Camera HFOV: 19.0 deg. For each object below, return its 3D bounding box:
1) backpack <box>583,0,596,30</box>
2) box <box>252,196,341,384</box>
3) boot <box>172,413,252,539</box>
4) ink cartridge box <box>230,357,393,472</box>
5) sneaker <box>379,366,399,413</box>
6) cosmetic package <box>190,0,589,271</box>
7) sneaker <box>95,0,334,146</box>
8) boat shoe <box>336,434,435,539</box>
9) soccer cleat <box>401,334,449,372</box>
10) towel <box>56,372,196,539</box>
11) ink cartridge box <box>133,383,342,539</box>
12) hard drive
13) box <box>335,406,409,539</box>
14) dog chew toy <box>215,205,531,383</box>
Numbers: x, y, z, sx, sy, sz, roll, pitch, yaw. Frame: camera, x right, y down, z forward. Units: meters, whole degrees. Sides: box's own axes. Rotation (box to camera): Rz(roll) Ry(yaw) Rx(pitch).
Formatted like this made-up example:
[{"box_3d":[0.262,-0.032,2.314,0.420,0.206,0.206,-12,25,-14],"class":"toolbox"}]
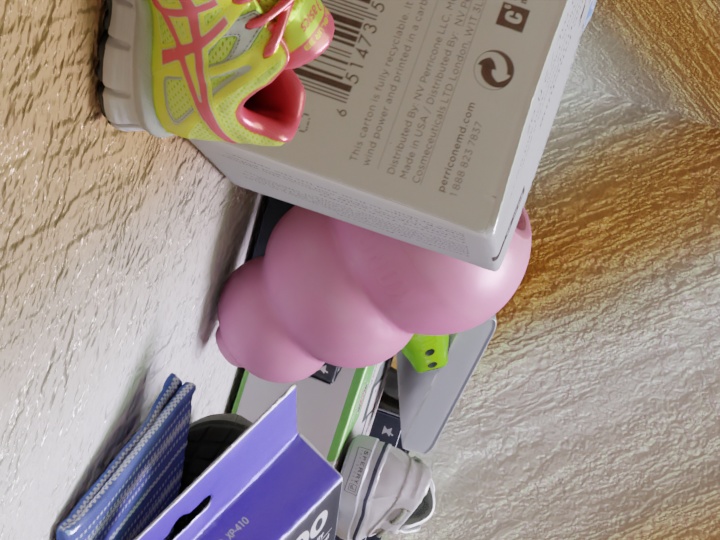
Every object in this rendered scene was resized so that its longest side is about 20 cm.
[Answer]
[{"box_3d":[0.114,-0.240,1.679,0.191,0.154,0.200,-63,180,22],"class":"backpack"},{"box_3d":[-0.012,-0.048,1.396,0.141,0.079,0.201,-62,169,-70],"class":"box"},{"box_3d":[-0.096,0.131,1.296,0.131,0.067,0.200,-71,-177,-53],"class":"boot"},{"box_3d":[-0.038,0.104,1.553,0.200,0.084,0.146,-33,142,-80],"class":"ink cartridge box"},{"box_3d":[0.035,0.173,2.430,0.087,0.080,0.200,-59,164,-18],"class":"sneaker"},{"box_3d":[0.020,-0.108,1.104,0.200,0.164,0.166,41,69,-83],"class":"cosmetic package"},{"box_3d":[-0.051,-0.117,0.822,0.200,0.090,0.078,94,17,-60],"class":"sneaker"},{"box_3d":[0.020,0.166,1.543,0.200,0.067,0.074,72,38,-81],"class":"boat shoe"},{"box_3d":[0.020,-0.005,1.570,0.200,0.067,0.081,-109,-176,-50],"class":"soccer cleat"},{"box_3d":[-0.138,0.169,1.163,0.145,0.024,0.201,-55,161,-51],"class":"towel"},{"box_3d":[-0.087,0.187,1.168,0.198,0.043,0.200,-44,155,-30],"class":"ink cartridge box"},{"box_3d":[0.061,0.026,1.628,0.200,0.027,0.132,-92,-157,-55],"class":"hard drive"},{"box_3d":[-0.035,0.200,1.765,0.182,0.104,0.201,59,49,-83],"class":"box"},{"box_3d":[0.000,0.000,1.274,0.200,0.125,0.125,-30,-172,18],"class":"dog chew toy"}]
